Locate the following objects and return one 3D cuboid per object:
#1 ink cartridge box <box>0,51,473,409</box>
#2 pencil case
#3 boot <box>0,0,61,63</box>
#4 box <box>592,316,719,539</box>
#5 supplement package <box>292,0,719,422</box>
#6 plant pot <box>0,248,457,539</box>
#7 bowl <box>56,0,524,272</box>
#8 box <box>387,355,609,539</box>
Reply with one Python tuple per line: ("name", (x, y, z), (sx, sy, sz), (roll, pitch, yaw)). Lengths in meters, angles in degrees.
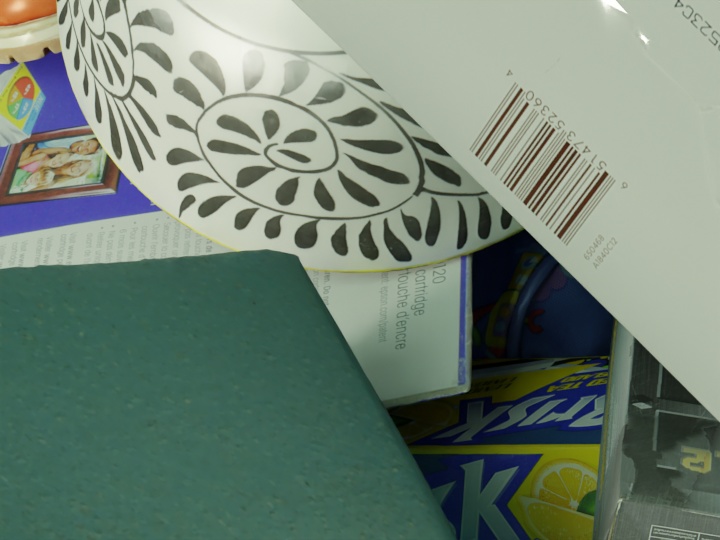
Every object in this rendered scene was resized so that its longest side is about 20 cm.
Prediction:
("ink cartridge box", (-0.055, -0.006, 0.939), (0.200, 0.043, 0.198), (-10, 45, 14))
("pencil case", (0.000, 0.000, 0.999), (0.200, 0.078, 0.087), (16, 60, 35))
("boot", (-0.099, -0.159, 1.025), (0.075, 0.107, 0.200), (-8, 39, 27))
("box", (0.166, 0.048, 0.776), (0.200, 0.158, 0.048), (9, 124, 2))
("supplement package", (0.123, -0.095, 0.752), (0.191, 0.200, 0.147), (46, 135, 11))
("plant pot", (-0.072, 0.135, 0.749), (0.200, 0.196, 0.196), (51, 123, 27))
("bowl", (-0.002, -0.108, 0.870), (0.200, 0.094, 0.201), (-2, 69, 6))
("box", (0.055, 0.070, 0.896), (0.200, 0.064, 0.070), (-2, 113, 33))
